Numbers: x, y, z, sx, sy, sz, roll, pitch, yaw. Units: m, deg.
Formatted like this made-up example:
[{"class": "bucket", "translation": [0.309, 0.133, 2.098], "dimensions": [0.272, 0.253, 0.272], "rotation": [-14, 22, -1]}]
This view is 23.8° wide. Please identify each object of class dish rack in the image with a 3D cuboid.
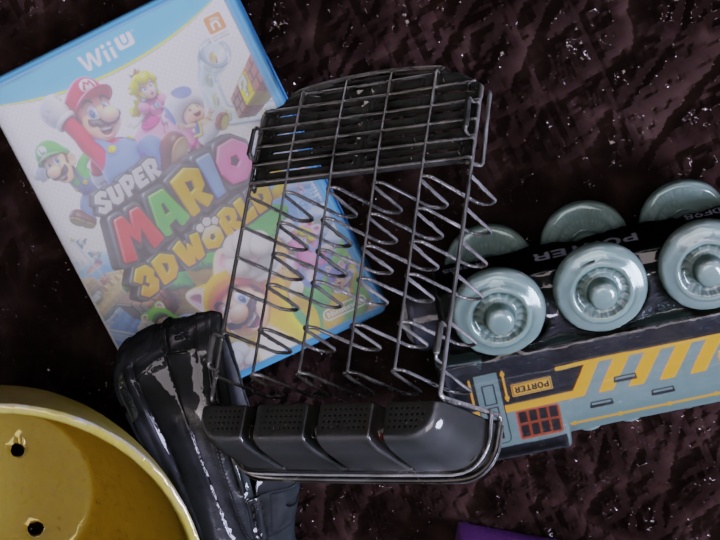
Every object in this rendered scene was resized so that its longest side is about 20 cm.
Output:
[{"class": "dish rack", "translation": [0.000, 0.000, 0.830], "dimensions": [0.153, 0.055, 0.201], "rotation": [-4, 69, 33]}]

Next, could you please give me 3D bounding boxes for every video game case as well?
[{"class": "video game case", "translation": [-0.092, -0.039, 0.906], "dimensions": [0.143, 0.018, 0.200], "rotation": [-25, 100, 8]}]

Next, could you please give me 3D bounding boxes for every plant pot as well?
[{"class": "plant pot", "translation": [-0.185, 0.139, 0.876], "dimensions": [0.199, 0.142, 0.201], "rotation": [-3, 107, -10]}]

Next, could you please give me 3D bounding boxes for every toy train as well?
[{"class": "toy train", "translation": [0.125, 0.028, 0.878], "dimensions": [0.199, 0.085, 0.114], "rotation": [-13, 113, 3]}]

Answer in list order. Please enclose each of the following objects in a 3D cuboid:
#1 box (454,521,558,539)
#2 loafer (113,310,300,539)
[{"class": "box", "translation": [0.102, 0.250, 0.951], "dimensions": [0.136, 0.039, 0.201], "rotation": [10, 103, 0]}, {"class": "loafer", "translation": [-0.061, 0.113, 0.905], "dimensions": [0.070, 0.068, 0.201], "rotation": [-22, 109, 9]}]
